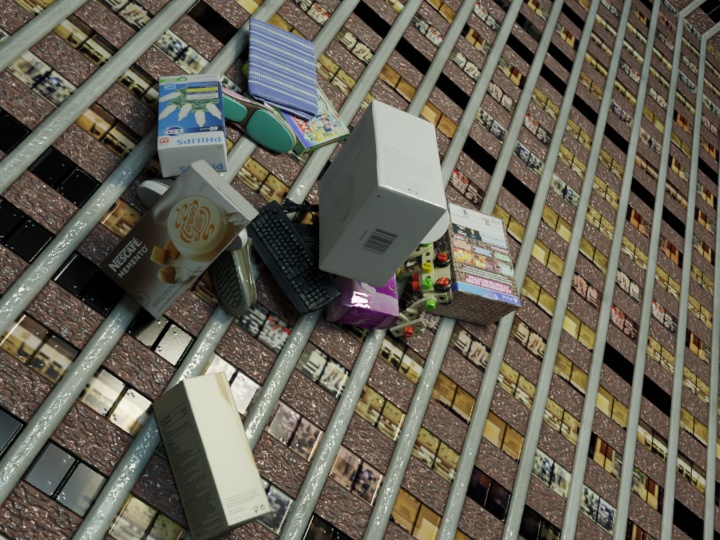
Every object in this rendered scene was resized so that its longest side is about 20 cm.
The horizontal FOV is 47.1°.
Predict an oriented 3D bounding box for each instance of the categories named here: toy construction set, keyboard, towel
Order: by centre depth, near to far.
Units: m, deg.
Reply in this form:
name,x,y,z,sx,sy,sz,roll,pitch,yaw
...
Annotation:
name,x,y,z,sx,sy,sz,roll,pitch,yaw
keyboard,-0.095,-0.034,1.351,0.127,0.021,0.200,-31,73,-17
keyboard,-0.080,-0.062,1.397,0.199,0.021,0.128,4,65,-6
toy construction set,0.101,0.021,1.483,0.092,0.131,0.201,68,18,-57
towel,-0.149,-0.382,1.567,0.144,0.024,0.201,16,53,-28

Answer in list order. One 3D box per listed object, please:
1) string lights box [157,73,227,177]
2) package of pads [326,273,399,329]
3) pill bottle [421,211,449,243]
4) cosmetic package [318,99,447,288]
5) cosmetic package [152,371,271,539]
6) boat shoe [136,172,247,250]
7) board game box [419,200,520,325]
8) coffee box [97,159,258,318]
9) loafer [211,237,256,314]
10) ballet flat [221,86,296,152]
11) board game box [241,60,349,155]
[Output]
name,x,y,z,sx,sy,sz,roll,pitch,yaw
string lights box,-0.269,-0.235,1.323,0.102,0.059,0.200,-6,45,-7
package of pads,0.000,0.000,1.443,0.120,0.076,0.201,13,55,-27
pill bottle,0.091,-0.126,1.510,0.111,0.112,0.200,25,17,-25
cosmetic package,0.028,-0.119,1.300,0.123,0.199,0.200,17,46,-23
cosmetic package,-0.202,0.248,1.106,0.071,0.105,0.201,-6,69,-42
boat shoe,-0.247,-0.097,1.267,0.200,0.070,0.066,23,50,21
board game box,0.206,-0.013,1.602,0.159,0.097,0.201,15,55,-32
coffee box,-0.257,-0.045,1.172,0.114,0.200,0.080,44,11,-7
loafer,-0.195,-0.026,1.302,0.069,0.075,0.201,2,61,-41
ballet flat,-0.202,-0.282,1.474,0.200,0.069,0.071,25,32,-24
board game box,-0.122,-0.323,1.582,0.134,0.029,0.200,-29,84,-46
